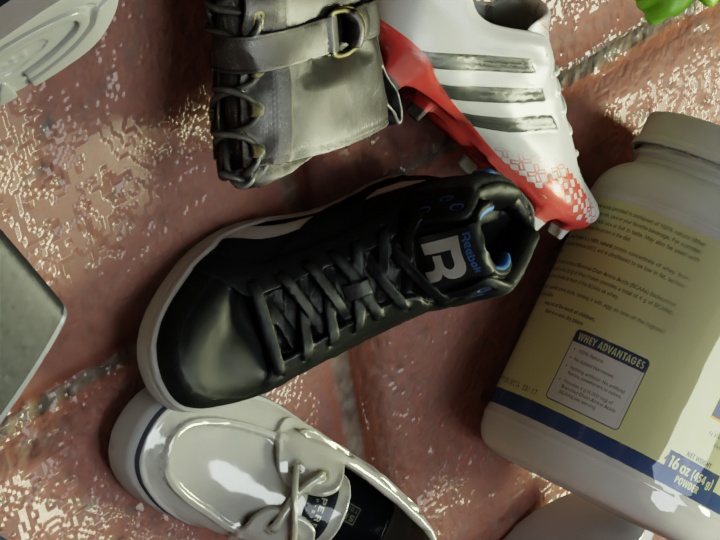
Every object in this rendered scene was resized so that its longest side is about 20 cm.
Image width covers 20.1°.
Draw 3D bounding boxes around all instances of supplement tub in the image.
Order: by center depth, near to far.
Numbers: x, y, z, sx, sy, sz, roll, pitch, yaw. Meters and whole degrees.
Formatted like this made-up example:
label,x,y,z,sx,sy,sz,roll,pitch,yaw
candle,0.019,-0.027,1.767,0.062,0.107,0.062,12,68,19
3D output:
label,x,y,z,sx,sy,sz,roll,pitch,yaw
supplement tub,0.165,0.032,1.082,0.145,0.145,0.201,30,85,-48

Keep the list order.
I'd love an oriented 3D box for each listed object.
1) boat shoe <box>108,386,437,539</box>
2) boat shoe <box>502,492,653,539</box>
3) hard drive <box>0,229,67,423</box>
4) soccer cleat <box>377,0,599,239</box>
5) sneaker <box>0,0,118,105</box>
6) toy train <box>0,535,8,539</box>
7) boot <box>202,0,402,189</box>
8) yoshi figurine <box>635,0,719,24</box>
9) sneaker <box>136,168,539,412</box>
label,x,y,z,sx,sy,sz,roll,pitch,yaw
boat shoe,-0.035,0.107,0.965,0.200,0.066,0.072,36,81,-47
boat shoe,0.096,0.204,1.140,0.200,0.072,0.068,-44,131,-20
hard drive,-0.205,0.052,0.782,0.200,0.042,0.135,-51,136,-18
soccer cleat,0.073,-0.086,0.991,0.085,0.069,0.200,-49,132,2
sneaker,-0.188,-0.080,0.729,0.199,0.081,0.076,-30,170,-15
toy train,-0.190,0.191,0.829,0.200,0.086,0.114,-53,131,-15
boot,-0.050,-0.119,0.833,0.199,0.069,0.176,-14,108,-44
yoshi figurine,0.174,-0.147,1.015,0.112,0.200,0.112,-51,178,-22
sneaker,0.000,0.000,0.913,0.200,0.111,0.074,-31,106,-38
